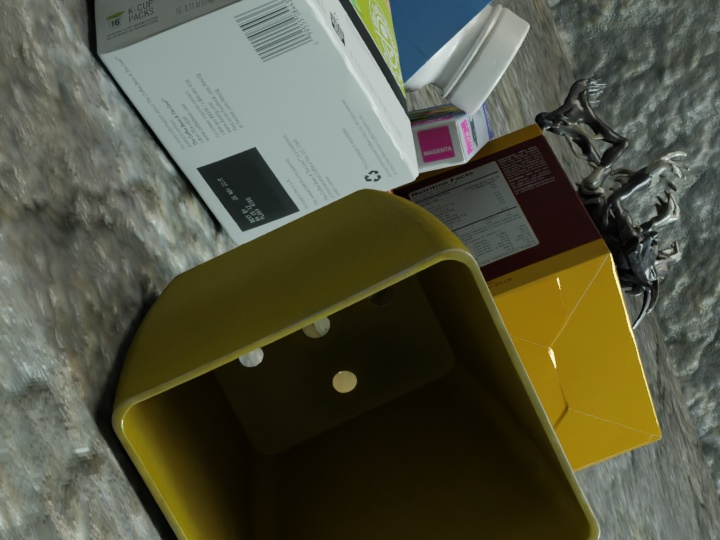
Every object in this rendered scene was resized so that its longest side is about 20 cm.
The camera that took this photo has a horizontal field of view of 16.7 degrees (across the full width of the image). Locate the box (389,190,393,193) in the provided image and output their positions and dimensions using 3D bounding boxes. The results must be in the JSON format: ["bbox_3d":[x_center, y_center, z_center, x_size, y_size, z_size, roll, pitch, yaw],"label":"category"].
[{"bbox_3d":[0.027,0.031,1.867,0.137,0.038,0.201,-40,109,-77],"label":"box"}]

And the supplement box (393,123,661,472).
[{"bbox_3d":[0.130,0.029,1.959,0.200,0.132,0.198,-112,-178,-54],"label":"supplement box"}]

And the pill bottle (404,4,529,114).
[{"bbox_3d":[0.022,-0.203,1.826,0.200,0.111,0.111,32,19,-4],"label":"pill bottle"}]

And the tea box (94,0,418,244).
[{"bbox_3d":[-0.069,-0.163,1.533,0.200,0.133,0.197,56,18,-48],"label":"tea box"}]

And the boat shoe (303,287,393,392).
[{"bbox_3d":[-0.004,0.031,1.625,0.200,0.062,0.073,-77,147,-44],"label":"boat shoe"}]

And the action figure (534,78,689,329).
[{"bbox_3d":[0.220,-0.059,2.000,0.119,0.102,0.201,109,-40,-69],"label":"action figure"}]

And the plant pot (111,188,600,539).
[{"bbox_3d":[-0.011,0.070,1.332,0.177,0.199,0.200,-109,174,-63],"label":"plant pot"}]

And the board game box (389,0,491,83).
[{"bbox_3d":[-0.007,-0.204,1.752,0.158,0.200,0.039,46,-6,0],"label":"board game box"}]

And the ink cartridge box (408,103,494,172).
[{"bbox_3d":[0.036,-0.100,1.908,0.200,0.119,0.042,-35,113,-77],"label":"ink cartridge box"}]
